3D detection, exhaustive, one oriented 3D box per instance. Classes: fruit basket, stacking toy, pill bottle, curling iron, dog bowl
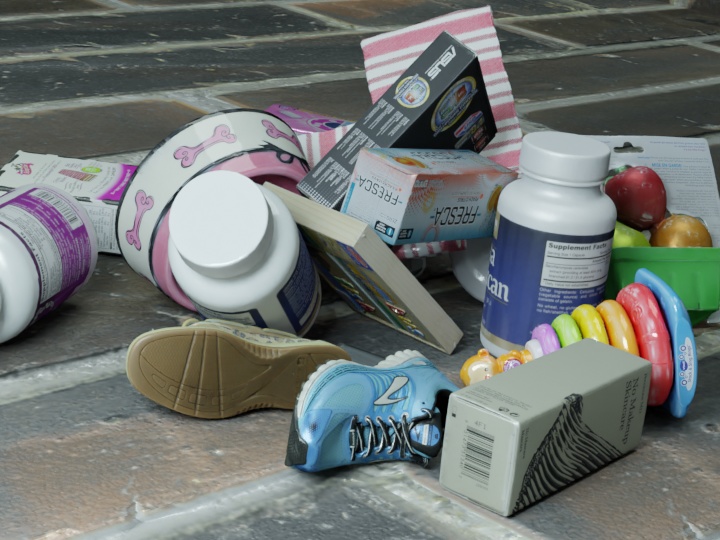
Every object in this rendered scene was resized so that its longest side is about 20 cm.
[{"bbox_3d":[0.282,-0.040,1.664,0.183,0.094,0.202,-1,64,-19],"label":"fruit basket"},{"bbox_3d":[0.183,0.076,1.440,0.197,0.118,0.110,-8,18,-8],"label":"stacking toy"},{"bbox_3d":[-0.315,0.000,1.443,0.111,0.114,0.200,11,19,13],"label":"pill bottle"},{"bbox_3d":[0.049,0.097,1.426,0.199,0.026,0.049,16,-1,39],"label":"curling iron"},{"bbox_3d":[-0.122,-0.046,1.535,0.198,0.202,0.074,-8,42,-36],"label":"dog bowl"},{"bbox_3d":[0.175,-0.020,1.528,0.110,0.203,0.111,6,18,-2],"label":"pill bottle"},{"bbox_3d":[-0.100,-0.008,1.400,0.110,0.112,0.200,11,-18,11],"label":"pill bottle"},{"bbox_3d":[0.175,-0.041,1.724,0.111,0.114,0.200,14,20,21],"label":"pill bottle"}]

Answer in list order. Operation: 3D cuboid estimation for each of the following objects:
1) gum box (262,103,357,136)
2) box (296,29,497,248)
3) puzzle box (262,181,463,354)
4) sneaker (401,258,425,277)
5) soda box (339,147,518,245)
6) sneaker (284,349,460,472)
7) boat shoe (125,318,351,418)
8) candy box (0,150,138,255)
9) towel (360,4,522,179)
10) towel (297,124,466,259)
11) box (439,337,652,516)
[{"bbox_3d":[-0.018,-0.121,1.782,0.197,0.067,0.114,12,17,9],"label":"gum box"},{"bbox_3d":[0.038,-0.104,1.541,0.044,0.200,0.160,39,-10,22],"label":"box"},{"bbox_3d":[0.000,0.000,1.496,0.132,0.026,0.200,23,-16,40],"label":"puzzle box"},{"bbox_3d":[0.004,-0.040,1.733,0.086,0.075,0.199,-3,21,-41],"label":"sneaker"},{"bbox_3d":[0.065,-0.068,1.492,0.063,0.069,0.199,27,16,28],"label":"soda box"},{"bbox_3d":[0.021,0.113,1.288,0.089,0.079,0.199,24,25,33],"label":"sneaker"},{"bbox_3d":[-0.104,0.079,1.363,0.198,0.074,0.063,9,9,-30],"label":"boat shoe"},{"bbox_3d":[-0.277,-0.068,1.727,0.197,0.062,0.137,8,19,2],"label":"candy box"},{"bbox_3d":[0.085,-0.167,1.706,0.144,0.202,0.030,-13,-22,5],"label":"towel"},{"bbox_3d":[0.000,-0.072,1.651,0.197,0.148,0.030,-10,-19,8],"label":"towel"},{"bbox_3d":[0.148,0.119,1.307,0.068,0.083,0.199,20,24,36],"label":"box"}]
